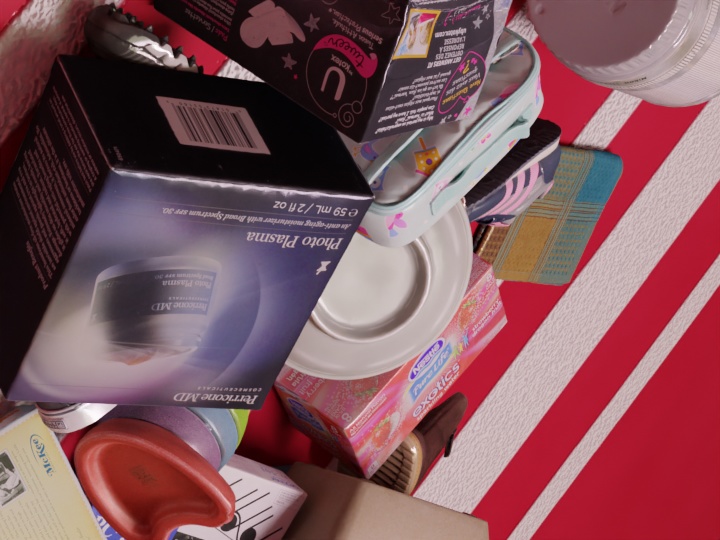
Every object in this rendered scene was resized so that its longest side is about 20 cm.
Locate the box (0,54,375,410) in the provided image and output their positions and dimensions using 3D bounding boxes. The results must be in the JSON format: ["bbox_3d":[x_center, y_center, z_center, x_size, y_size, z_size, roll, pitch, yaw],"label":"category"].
[{"bbox_3d":[-0.129,-0.018,1.385,0.199,0.123,0.199,4,130,-34],"label":"box"}]

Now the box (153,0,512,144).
[{"bbox_3d":[-0.017,-0.185,1.400,0.132,0.200,0.115,-16,135,-50],"label":"box"}]

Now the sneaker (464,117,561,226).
[{"bbox_3d":[0.111,-0.062,1.861,0.200,0.070,0.082,-31,134,-37],"label":"sneaker"}]

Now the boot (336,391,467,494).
[{"bbox_3d":[0.046,0.159,1.970,0.166,0.072,0.200,-44,171,-36],"label":"boot"}]

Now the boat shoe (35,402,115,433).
[{"bbox_3d":[-0.170,0.033,1.531,0.200,0.072,0.068,-42,127,-36],"label":"boat shoe"}]

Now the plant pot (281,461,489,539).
[{"bbox_3d":[-0.001,0.270,1.791,0.199,0.200,0.178,20,83,-26],"label":"plant pot"}]

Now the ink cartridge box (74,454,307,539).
[{"bbox_3d":[-0.142,0.186,1.692,0.200,0.044,0.094,25,98,-43],"label":"ink cartridge box"}]

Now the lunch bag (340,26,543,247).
[{"bbox_3d":[0.039,-0.123,1.594,0.200,0.160,0.077,-46,151,-17],"label":"lunch bag"}]

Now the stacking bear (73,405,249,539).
[{"bbox_3d":[-0.125,0.091,1.588,0.114,0.121,0.200,48,44,-21],"label":"stacking bear"}]

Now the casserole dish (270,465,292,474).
[{"bbox_3d":[-0.099,0.225,1.869,0.200,0.039,0.122,5,115,-58],"label":"casserole dish"}]

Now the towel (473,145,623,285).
[{"bbox_3d":[0.177,-0.055,2.034,0.200,0.022,0.147,3,115,-56],"label":"towel"}]

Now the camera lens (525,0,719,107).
[{"bbox_3d":[0.249,-0.230,1.814,0.200,0.160,0.160,7,113,-59],"label":"camera lens"}]

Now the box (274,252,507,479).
[{"bbox_3d":[0.027,0.066,1.841,0.200,0.095,0.103,-47,150,-17],"label":"box"}]

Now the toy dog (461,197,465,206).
[{"bbox_3d":[0.032,-0.047,1.730,0.132,0.096,0.201,-11,128,-54],"label":"toy dog"}]

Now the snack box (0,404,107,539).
[{"bbox_3d":[-0.239,0.211,1.514,0.116,0.037,0.201,-33,105,-37],"label":"snack box"}]

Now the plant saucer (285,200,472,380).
[{"bbox_3d":[0.000,0.000,1.662,0.199,0.050,0.201,-6,111,-15],"label":"plant saucer"}]

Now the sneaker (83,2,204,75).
[{"bbox_3d":[-0.144,-0.105,1.425,0.091,0.066,0.200,-55,154,-8],"label":"sneaker"}]
